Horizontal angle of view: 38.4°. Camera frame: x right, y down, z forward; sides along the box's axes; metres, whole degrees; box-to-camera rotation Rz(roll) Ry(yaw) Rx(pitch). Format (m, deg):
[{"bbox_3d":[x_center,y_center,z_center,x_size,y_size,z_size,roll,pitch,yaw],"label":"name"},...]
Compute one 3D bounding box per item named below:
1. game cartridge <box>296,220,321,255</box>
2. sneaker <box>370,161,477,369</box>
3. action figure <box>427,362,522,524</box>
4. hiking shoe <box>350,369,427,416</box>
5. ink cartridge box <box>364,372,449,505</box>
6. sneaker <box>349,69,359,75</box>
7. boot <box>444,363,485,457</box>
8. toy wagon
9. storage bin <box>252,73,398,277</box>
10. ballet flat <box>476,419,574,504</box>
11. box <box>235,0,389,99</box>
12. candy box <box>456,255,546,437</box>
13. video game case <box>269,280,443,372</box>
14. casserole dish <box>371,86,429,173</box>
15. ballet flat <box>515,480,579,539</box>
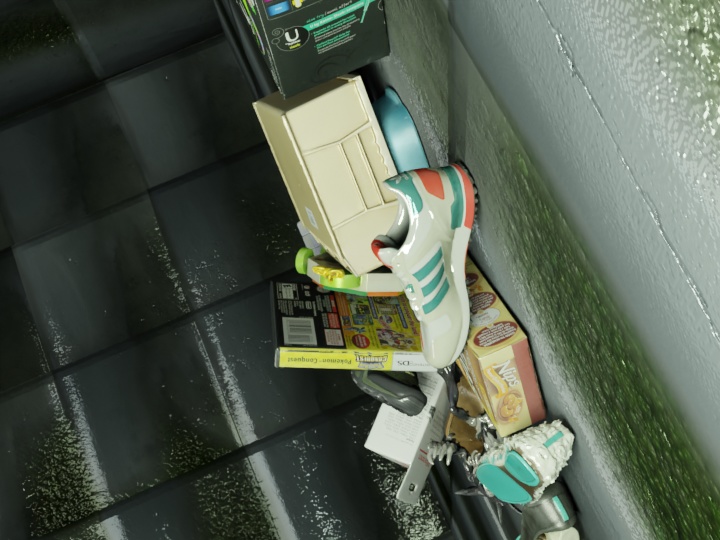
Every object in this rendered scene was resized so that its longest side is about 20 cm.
[{"bbox_3d":[-0.002,-0.034,1.453,0.200,0.038,0.130,-23,-87,-56],"label":"game cartridge"},{"bbox_3d":[0.052,-0.002,0.965,0.070,0.093,0.200,-134,43,-62],"label":"sneaker"},{"bbox_3d":[0.134,0.192,1.169,0.102,0.119,0.200,-3,-106,-58],"label":"action figure"},{"bbox_3d":[0.037,0.096,1.242,0.076,0.101,0.200,31,-172,-30],"label":"hiking shoe"},{"bbox_3d":[0.068,0.189,1.318,0.068,0.200,0.116,19,168,20],"label":"ink cartridge box"},{"bbox_3d":[-0.005,-0.182,1.313,0.088,0.076,0.200,31,147,26],"label":"sneaker"},{"bbox_3d":[0.152,0.200,1.301,0.076,0.073,0.200,54,165,41],"label":"boot"},{"bbox_3d":[0.000,0.000,1.246,0.200,0.155,0.040,-22,-62,-63],"label":"toy wagon"},{"bbox_3d":[-0.030,-0.114,1.170,0.199,0.094,0.200,68,171,-18],"label":"storage bin"},{"bbox_3d":[0.169,0.189,1.026,0.200,0.072,0.072,110,137,-72],"label":"ballet flat"},{"bbox_3d":[-0.062,-0.294,0.992,0.200,0.124,0.149,74,171,-64],"label":"box"},{"bbox_3d":[0.119,0.061,1.070,0.200,0.055,0.116,-118,6,-53],"label":"candy box"},{"bbox_3d":[-0.010,0.060,1.174,0.200,0.180,0.026,-107,21,-69],"label":"video game case"},{"bbox_3d":[0.049,-0.106,1.160,0.121,0.039,0.200,-126,14,-64],"label":"casserole dish"},{"bbox_3d":[0.208,0.295,1.143,0.068,0.068,0.200,54,169,31],"label":"ballet flat"}]
